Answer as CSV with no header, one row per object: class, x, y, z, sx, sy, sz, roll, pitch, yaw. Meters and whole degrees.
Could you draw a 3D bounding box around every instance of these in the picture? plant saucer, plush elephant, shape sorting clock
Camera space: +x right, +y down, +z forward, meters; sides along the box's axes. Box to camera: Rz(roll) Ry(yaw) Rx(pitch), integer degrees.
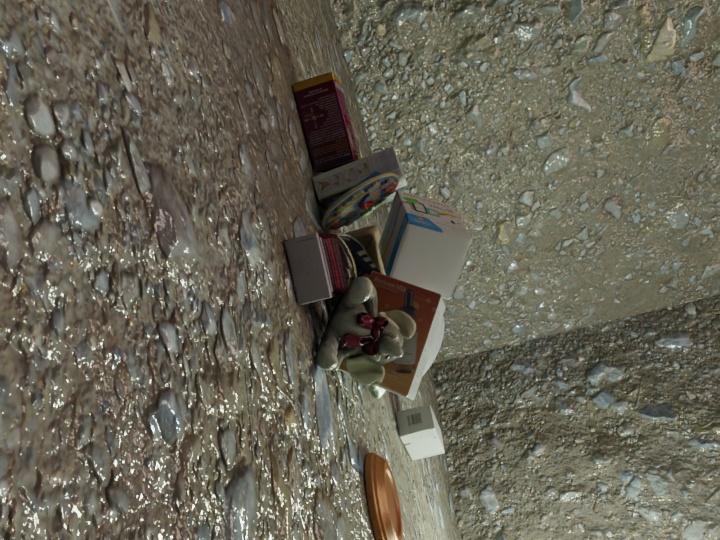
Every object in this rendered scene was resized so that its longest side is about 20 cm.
plant saucer,0.050,0.467,1.337,0.200,0.037,0.205,-14,91,-82
plush elephant,0.016,0.117,1.182,0.167,0.152,0.200,-63,-175,-4
shape sorting clock,0.002,-0.147,1.460,0.040,0.198,0.200,54,3,12

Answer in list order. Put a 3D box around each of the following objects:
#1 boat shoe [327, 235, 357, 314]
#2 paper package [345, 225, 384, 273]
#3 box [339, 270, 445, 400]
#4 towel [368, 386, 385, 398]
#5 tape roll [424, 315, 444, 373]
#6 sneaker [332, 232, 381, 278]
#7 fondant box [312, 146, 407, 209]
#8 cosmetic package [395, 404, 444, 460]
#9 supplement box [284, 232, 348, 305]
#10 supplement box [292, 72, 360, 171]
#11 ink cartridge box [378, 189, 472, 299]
boat shoe,-0.039,0.032,1.311,0.066,0.070,0.206,-87,167,-81
paper package,0.012,0.003,1.617,0.200,0.101,0.195,-64,140,-79
box,0.063,0.128,1.304,0.106,0.149,0.204,50,59,-71
towel,0.058,0.171,1.522,0.048,0.171,0.202,25,-31,40
tape roll,0.100,0.152,1.473,0.066,0.200,0.203,25,-32,40
sneaker,0.000,0.000,1.434,0.200,0.075,0.085,42,11,-33
fondant box,0.001,-0.204,1.527,0.144,0.196,0.059,38,31,-77
cosmetic package,0.181,0.486,1.993,0.201,0.110,0.082,64,14,-50
supplement box,-0.072,-0.006,1.166,0.200,0.059,0.112,-10,88,-82
supplement box,-0.076,-0.341,1.560,0.131,0.101,0.205,-41,116,-82
ink cartridge box,0.134,-0.060,1.450,0.201,0.143,0.149,-102,-153,-65
